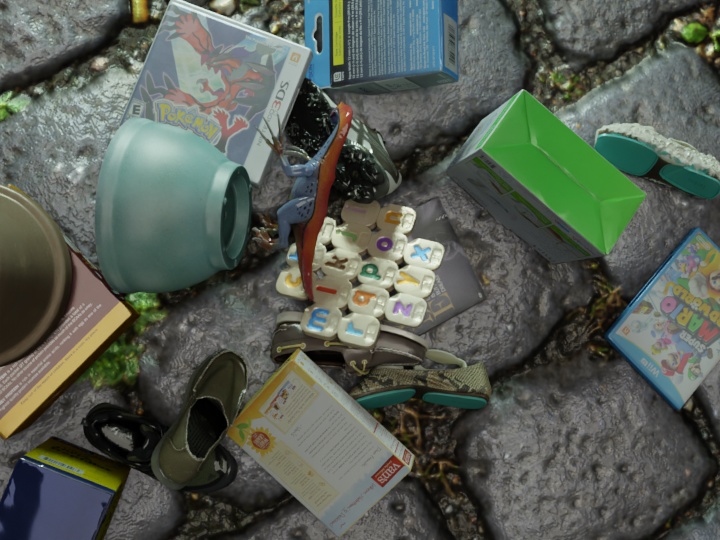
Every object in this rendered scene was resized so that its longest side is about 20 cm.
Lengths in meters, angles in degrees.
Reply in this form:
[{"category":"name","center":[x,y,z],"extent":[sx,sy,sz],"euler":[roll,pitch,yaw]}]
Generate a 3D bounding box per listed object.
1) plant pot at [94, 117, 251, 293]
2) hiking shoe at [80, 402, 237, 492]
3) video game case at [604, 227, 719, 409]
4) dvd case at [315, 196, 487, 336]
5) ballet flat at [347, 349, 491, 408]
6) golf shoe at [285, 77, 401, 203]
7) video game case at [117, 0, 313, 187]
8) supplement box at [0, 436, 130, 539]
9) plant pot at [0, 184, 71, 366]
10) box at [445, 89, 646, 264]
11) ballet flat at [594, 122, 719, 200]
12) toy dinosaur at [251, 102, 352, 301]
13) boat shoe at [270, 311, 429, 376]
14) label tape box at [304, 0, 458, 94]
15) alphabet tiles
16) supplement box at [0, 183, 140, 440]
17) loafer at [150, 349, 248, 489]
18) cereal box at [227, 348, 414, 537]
[{"category":"plant pot","center":[-0.202,-0.068,1.112],"extent":[0.131,0.200,0.205],"euler":[6,86,10]},{"category":"hiking shoe","center":[-0.242,0.221,1.157],"extent":[0.196,0.101,0.077],"euler":[20,85,-7]},{"category":"video game case","center":[0.443,0.064,1.313],"extent":[0.143,0.018,0.200],"euler":[43,82,-5]},{"category":"dvd case","center":[0.048,0.016,1.256],"extent":[0.197,0.016,0.151],"euler":[-27,92,-8]},{"category":"ballet flat","center":[0.072,0.138,1.236],"extent":[0.195,0.068,0.077],"euler":[1,65,-14]},{"category":"golf shoe","center":[-0.025,-0.166,1.234],"extent":[0.078,0.094,0.201],"euler":[-47,70,31]},{"category":"video game case","center":[-0.181,-0.224,1.209],"extent":[0.196,0.023,0.185],"euler":[21,84,7]},{"category":"supplement box","center":[-0.336,0.267,1.090],"extent":[0.108,0.200,0.111],"euler":[23,84,-7]},{"category":"plant pot","center":[-0.401,0.000,0.974],"extent":[0.196,0.175,0.205],"euler":[1,86,-10]},{"category":"box","center":[0.223,-0.107,1.209],"extent":[0.199,0.176,0.097],"euler":[39,83,-4]},{"category":"ballet flat","center":[0.401,-0.156,1.304],"extent":[0.197,0.072,0.073],"euler":[23,84,-9]},{"category":"toy dinosaur","center":[-0.052,-0.104,1.167],"extent":[0.181,0.105,0.201],"euler":[-38,97,19]},{"category":"boat shoe","center":[-0.015,0.098,1.192],"extent":[0.196,0.072,0.061],"euler":[8,63,9]},{"category":"label tape box","center":[0.026,-0.306,1.235],"extent":[0.196,0.066,0.147],"euler":[-3,87,30]},{"category":"alphabet tiles","center":[0.000,0.000,1.199],"extent":[0.192,0.015,0.203],"euler":[12,62,15]},{"category":"supplement box","center":[-0.398,0.047,1.126],"extent":[0.197,0.133,0.200],"euler":[-45,94,-8]},{"category":"loafer","center":[-0.174,0.168,1.143],"extent":[0.075,0.069,0.202],"euler":[43,40,-20]},{"category":"cereal box","center":[-0.050,0.214,1.188],"extent":[0.200,0.040,0.144],"euler":[43,112,-5]}]
